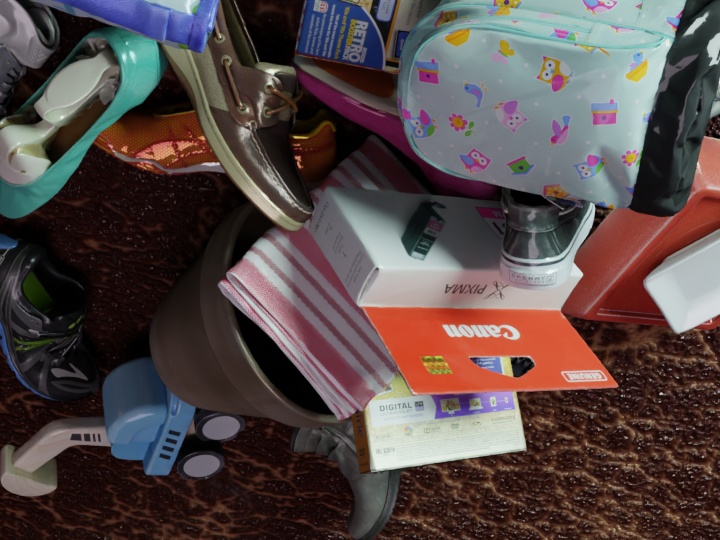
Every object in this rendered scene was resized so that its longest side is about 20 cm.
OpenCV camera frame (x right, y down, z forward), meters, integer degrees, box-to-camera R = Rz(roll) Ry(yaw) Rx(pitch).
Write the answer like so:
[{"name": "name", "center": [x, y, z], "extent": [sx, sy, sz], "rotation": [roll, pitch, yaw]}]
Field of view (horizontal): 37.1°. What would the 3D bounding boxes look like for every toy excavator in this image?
[{"name": "toy excavator", "center": [-0.233, 0.148, 1.037], "extent": [0.200, 0.100, 0.195], "rotation": [8, 133, -24]}]

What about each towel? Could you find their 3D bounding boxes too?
[{"name": "towel", "center": [0.000, 0.000, 0.839], "extent": [0.146, 0.200, 0.030], "rotation": [48, 147, -7]}]

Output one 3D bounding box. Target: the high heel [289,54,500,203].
[{"name": "high heel", "center": [0.025, -0.102, 0.844], "extent": [0.200, 0.068, 0.096], "rotation": [23, 134, -13]}]

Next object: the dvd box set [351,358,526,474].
[{"name": "dvd box set", "center": [0.053, 0.058, 0.881], "extent": [0.146, 0.201, 0.029], "rotation": [-4, 167, -26]}]

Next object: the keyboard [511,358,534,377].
[{"name": "keyboard", "center": [0.090, 0.067, 1.027], "extent": [0.200, 0.021, 0.127], "rotation": [22, 130, -15]}]

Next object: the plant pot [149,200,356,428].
[{"name": "plant pot", "center": [-0.086, 0.048, 0.924], "extent": [0.200, 0.200, 0.173], "rotation": [38, 141, -27]}]

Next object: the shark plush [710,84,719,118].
[{"name": "shark plush", "center": [0.252, -0.138, 0.822], "extent": [0.200, 0.091, 0.083], "rotation": [-21, 152, -5]}]

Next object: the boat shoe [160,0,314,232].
[{"name": "boat shoe", "center": [-0.078, -0.126, 0.778], "extent": [0.072, 0.072, 0.200], "rotation": [-29, 84, 16]}]

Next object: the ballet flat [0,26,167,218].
[{"name": "ballet flat", "center": [-0.229, -0.112, 0.793], "extent": [0.200, 0.070, 0.067], "rotation": [-39, 77, 21]}]

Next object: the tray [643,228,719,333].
[{"name": "tray", "center": [0.321, -0.024, 0.841], "extent": [0.200, 0.022, 0.107], "rotation": [-30, 143, 14]}]

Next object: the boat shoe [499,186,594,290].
[{"name": "boat shoe", "center": [0.141, -0.056, 0.797], "extent": [0.072, 0.200, 0.071], "rotation": [5, 116, 8]}]

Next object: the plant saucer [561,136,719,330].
[{"name": "plant saucer", "center": [0.278, -0.016, 0.880], "extent": [0.200, 0.037, 0.200], "rotation": [5, 137, -31]}]

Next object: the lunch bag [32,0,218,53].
[{"name": "lunch bag", "center": [-0.158, -0.218, 0.656], "extent": [0.170, 0.200, 0.128], "rotation": [16, 132, -10]}]

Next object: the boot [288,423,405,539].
[{"name": "boot", "center": [-0.016, 0.197, 1.134], "extent": [0.130, 0.068, 0.200], "rotation": [17, 124, -6]}]

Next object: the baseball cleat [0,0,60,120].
[{"name": "baseball cleat", "center": [-0.281, -0.146, 0.820], "extent": [0.106, 0.070, 0.200], "rotation": [3, 134, 1]}]

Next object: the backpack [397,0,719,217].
[{"name": "backpack", "center": [0.126, -0.123, 0.693], "extent": [0.199, 0.127, 0.167], "rotation": [15, 123, 14]}]

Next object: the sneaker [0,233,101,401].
[{"name": "sneaker", "center": [-0.289, 0.052, 0.997], "extent": [0.083, 0.071, 0.200], "rotation": [5, 133, 24]}]

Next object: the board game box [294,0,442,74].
[{"name": "board game box", "center": [0.064, -0.206, 0.755], "extent": [0.199, 0.046, 0.152], "rotation": [11, 132, -6]}]

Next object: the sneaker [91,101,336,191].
[{"name": "sneaker", "center": [-0.117, -0.114, 0.852], "extent": [0.199, 0.073, 0.077], "rotation": [4, 116, -9]}]

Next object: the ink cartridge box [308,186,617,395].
[{"name": "ink cartridge box", "center": [0.083, 0.012, 0.784], "extent": [0.200, 0.174, 0.044], "rotation": [2, 128, -35]}]
